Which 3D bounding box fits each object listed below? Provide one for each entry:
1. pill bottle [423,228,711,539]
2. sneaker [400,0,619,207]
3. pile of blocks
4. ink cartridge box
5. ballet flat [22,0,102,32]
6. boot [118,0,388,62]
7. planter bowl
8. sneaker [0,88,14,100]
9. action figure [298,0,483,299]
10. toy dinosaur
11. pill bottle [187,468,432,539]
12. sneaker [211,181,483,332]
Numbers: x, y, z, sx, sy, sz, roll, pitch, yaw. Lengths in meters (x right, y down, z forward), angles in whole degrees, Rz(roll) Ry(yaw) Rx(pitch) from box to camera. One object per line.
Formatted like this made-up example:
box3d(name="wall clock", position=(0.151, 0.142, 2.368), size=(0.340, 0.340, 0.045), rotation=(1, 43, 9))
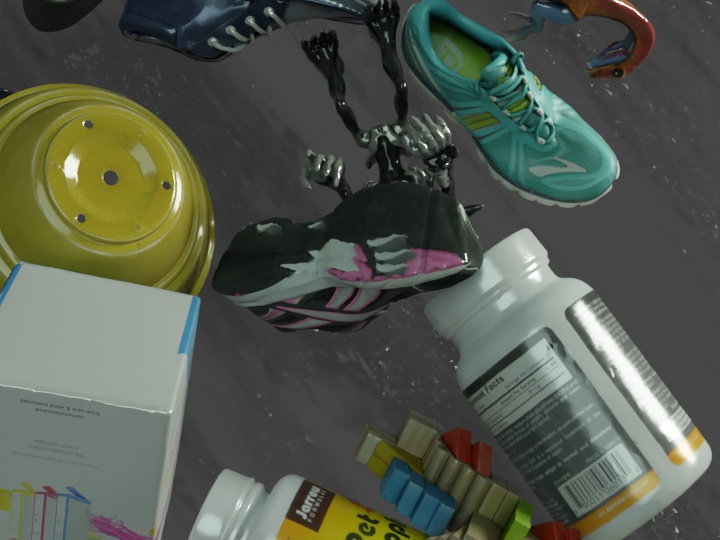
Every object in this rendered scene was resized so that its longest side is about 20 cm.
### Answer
box3d(name="pill bottle", position=(0.137, 0.080, 0.838), size=(0.116, 0.116, 0.201), rotation=(-35, 80, -6))
box3d(name="sneaker", position=(0.105, -0.122, 0.896), size=(0.199, 0.080, 0.078), rotation=(41, 81, 7))
box3d(name="pile of blocks", position=(0.072, 0.149, 0.811), size=(0.199, 0.082, 0.063), rotation=(34, 103, 31))
box3d(name="ink cartridge box", position=(-0.182, 0.123, 0.784), size=(0.123, 0.129, 0.203), rotation=(10, 120, -4))
box3d(name="ballet flat", position=(-0.190, -0.244, 0.887), size=(0.198, 0.068, 0.069), rotation=(-31, 80, 23))
box3d(name="boot", position=(-0.082, -0.194, 0.923), size=(0.197, 0.073, 0.092), rotation=(16, 86, 12))
box3d(name="planter bowl", position=(-0.181, -0.051, 0.841), size=(0.197, 0.083, 0.204), rotation=(9, 69, -25))
box3d(name="sneaker", position=(-0.279, -0.097, 0.898), size=(0.200, 0.072, 0.083), rotation=(42, 81, 8))
box3d(name="action figure", position=(0.014, -0.083, 0.875), size=(0.117, 0.102, 0.203), rotation=(-19, 83, 13))
box3d(name="toy dinosaur", position=(0.136, -0.198, 0.880), size=(0.180, 0.200, 0.106), rotation=(30, 108, -2))
box3d(name="pill bottle", position=(-0.017, 0.208, 0.816), size=(0.197, 0.109, 0.111), rotation=(23, 80, 4))
box3d(name="sneaker", position=(0.000, 0.000, 0.846), size=(0.197, 0.086, 0.081), rotation=(-5, 55, 33))
